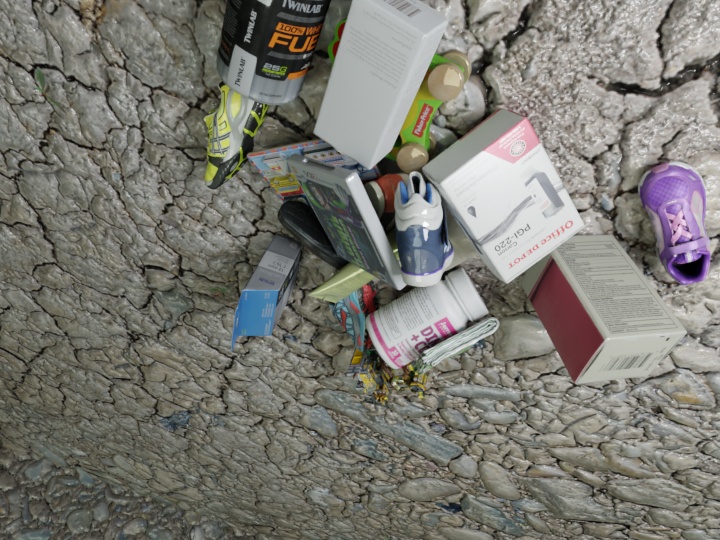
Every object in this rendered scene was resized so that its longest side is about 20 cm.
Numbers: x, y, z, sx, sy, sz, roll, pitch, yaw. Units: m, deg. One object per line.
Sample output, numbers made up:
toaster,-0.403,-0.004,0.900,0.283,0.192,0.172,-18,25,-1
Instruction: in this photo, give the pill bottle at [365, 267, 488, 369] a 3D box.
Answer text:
pill bottle,0.120,0.084,0.919,0.200,0.113,0.113,-32,118,12

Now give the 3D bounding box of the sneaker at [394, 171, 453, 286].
sneaker,0.095,-0.076,0.746,0.080,0.200,0.147,1,110,13

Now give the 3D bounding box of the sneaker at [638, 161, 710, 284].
sneaker,0.454,-0.058,0.720,0.080,0.089,0.200,-14,125,31

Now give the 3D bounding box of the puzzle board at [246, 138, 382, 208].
puzzle board,-0.066,-0.154,0.836,0.199,0.017,0.151,-5,149,23

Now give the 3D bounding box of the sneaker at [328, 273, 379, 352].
sneaker,-0.015,0.080,1.044,0.095,0.079,0.200,14,130,27

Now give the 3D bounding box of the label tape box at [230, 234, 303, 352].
label tape box,-0.178,0.050,0.971,0.066,0.200,0.143,19,135,-1

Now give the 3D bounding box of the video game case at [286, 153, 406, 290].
video game case,-0.022,-0.075,0.767,0.182,0.023,0.200,31,155,52

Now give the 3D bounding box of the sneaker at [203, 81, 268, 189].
sneaker,-0.218,-0.221,0.832,0.076,0.075,0.200,35,124,-3

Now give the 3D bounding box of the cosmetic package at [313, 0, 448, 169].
cosmetic package,0.019,-0.242,0.648,0.102,0.074,0.200,36,139,6

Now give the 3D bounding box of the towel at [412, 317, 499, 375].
towel,0.172,0.147,0.934,0.149,0.031,0.200,-25,163,-6

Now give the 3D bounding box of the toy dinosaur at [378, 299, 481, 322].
toy dinosaur,0.138,0.117,1.009,0.199,0.077,0.102,-2,144,27

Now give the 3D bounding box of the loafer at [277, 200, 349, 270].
loafer,-0.072,-0.050,0.921,0.200,0.073,0.072,36,140,-24

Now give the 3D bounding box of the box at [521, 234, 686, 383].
box,0.350,0.052,0.761,0.127,0.200,0.109,-3,136,-11

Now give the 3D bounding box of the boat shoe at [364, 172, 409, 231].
boat shoe,0.031,-0.098,0.827,0.071,0.062,0.200,61,163,10

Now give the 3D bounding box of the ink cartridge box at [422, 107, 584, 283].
ink cartridge box,0.207,-0.103,0.732,0.146,0.085,0.200,-37,118,7

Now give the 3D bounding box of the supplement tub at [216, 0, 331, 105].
supplement tub,-0.108,-0.328,0.647,0.122,0.123,0.200,26,135,-5

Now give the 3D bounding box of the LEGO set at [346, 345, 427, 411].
LEGO set,0.059,0.239,1.120,0.153,0.116,0.200,-1,131,21

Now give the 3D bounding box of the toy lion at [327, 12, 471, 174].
toy lion,0.040,-0.258,0.708,0.191,0.069,0.200,27,136,4

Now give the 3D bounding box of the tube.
tube,0.000,0.000,0.892,0.200,0.052,0.058,-37,105,27

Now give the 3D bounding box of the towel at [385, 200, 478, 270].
towel,0.123,-0.057,0.881,0.133,0.035,0.200,44,132,-19
